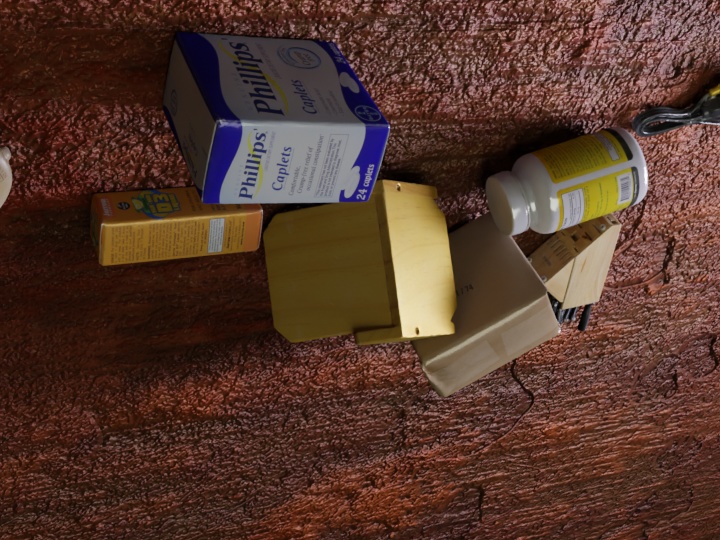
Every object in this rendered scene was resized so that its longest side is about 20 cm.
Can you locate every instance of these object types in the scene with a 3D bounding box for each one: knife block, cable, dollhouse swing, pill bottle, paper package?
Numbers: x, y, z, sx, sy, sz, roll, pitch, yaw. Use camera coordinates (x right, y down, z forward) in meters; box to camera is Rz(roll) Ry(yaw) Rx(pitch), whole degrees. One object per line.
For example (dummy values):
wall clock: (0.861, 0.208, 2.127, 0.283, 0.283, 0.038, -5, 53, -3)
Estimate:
knife block: (0.343, 0.010, 1.667, 0.200, 0.064, 0.175, -43, 135, 13)
cable: (0.484, -0.234, 1.554, 0.200, 0.050, 0.097, -16, 153, 3)
dollhouse swing: (0.000, 0.000, 1.417, 0.176, 0.201, 0.182, -13, 172, 35)
pill bottle: (0.280, -0.118, 1.475, 0.200, 0.113, 0.113, -18, 135, -11)
paper package: (0.148, 0.045, 1.508, 0.200, 0.191, 0.104, -29, 139, 1)

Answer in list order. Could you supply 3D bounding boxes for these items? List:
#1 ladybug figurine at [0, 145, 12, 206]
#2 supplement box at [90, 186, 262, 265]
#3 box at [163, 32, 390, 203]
ladybug figurine: (-0.470, -0.091, 1.154, 0.200, 0.072, 0.136, -23, 135, -7)
supplement box: (-0.225, -0.058, 1.314, 0.200, 0.067, 0.069, -8, 132, -22)
box: (-0.098, -0.170, 1.194, 0.200, 0.184, 0.105, -3, 131, -25)
